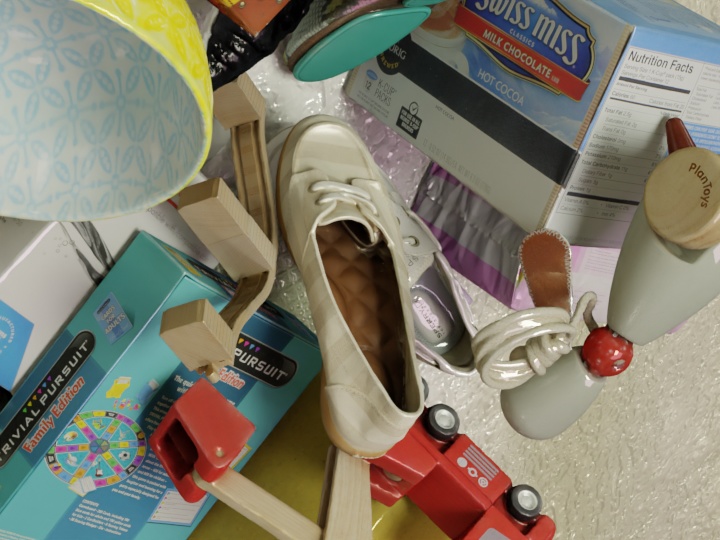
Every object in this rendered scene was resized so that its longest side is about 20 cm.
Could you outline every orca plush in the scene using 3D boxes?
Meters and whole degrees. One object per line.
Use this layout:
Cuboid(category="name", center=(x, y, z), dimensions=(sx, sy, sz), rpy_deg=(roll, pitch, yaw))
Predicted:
Cuboid(category="orca plush", center=(-0.033, -0.166, 0.813), dimensions=(0.200, 0.071, 0.105), rpy_deg=(-58, 155, -15))

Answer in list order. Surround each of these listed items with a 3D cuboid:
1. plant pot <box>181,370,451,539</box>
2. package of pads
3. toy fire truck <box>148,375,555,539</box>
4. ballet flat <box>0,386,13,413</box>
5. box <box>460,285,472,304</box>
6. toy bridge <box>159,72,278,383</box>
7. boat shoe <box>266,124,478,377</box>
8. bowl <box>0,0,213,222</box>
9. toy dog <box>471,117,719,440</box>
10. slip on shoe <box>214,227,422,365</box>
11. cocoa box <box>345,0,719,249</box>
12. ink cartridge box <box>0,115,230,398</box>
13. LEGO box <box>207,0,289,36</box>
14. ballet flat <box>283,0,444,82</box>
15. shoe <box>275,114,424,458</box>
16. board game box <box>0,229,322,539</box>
Cuboid(category="plant pot", center=(-0.029, 0.171, 0.993), dimensions=(0.200, 0.196, 0.194), rpy_deg=(-48, 140, 10))
Cuboid(category="package of pads", center=(0.142, -0.017, 1.077), dimensions=(0.200, 0.120, 0.076), rpy_deg=(9, 113, -44))
Cuboid(category="toy fire truck", center=(-0.001, 0.120, 0.849), dimensions=(0.141, 0.200, 0.049), rpy_deg=(-40, 172, -41))
Cuboid(category="ballet flat", center=(-0.274, 0.128, 0.853), dimensions=(0.200, 0.057, 0.066), rpy_deg=(-44, 180, -2))
Cuboid(category="box", center=(0.011, -0.021, 1.020), dimensions=(0.039, 0.041, 0.200), rpy_deg=(-47, 139, -2))
Cuboid(category="toy bridge", center=(-0.069, -0.020, 0.820), dimensions=(0.027, 0.200, 0.067), rpy_deg=(-17, 134, 20))
Cuboid(category="boat shoe", center=(0.016, -0.008, 0.933), dimensions=(0.071, 0.069, 0.200), rpy_deg=(-45, 122, -1))
Cuboid(category="bowl", center=(-0.160, -0.118, 0.724), dimensions=(0.200, 0.200, 0.108), rpy_deg=(48, 41, -49))
Cuboid(category="toy dog", center=(0.141, -0.006, 0.825), dimensions=(0.200, 0.096, 0.132), rpy_deg=(-32, 141, 9))
Cuboid(category="slip on shoe", center=(-0.041, 0.013, 0.985), dimensions=(0.200, 0.061, 0.074), rpy_deg=(27, 80, -37))
Cuboid(category="cocoa box", center=(0.113, -0.115, 0.914), dimensions=(0.133, 0.200, 0.131), rpy_deg=(3, 117, -40))
Cuboid(category="ink cartridge box", center=(-0.143, -0.025, 0.858), dimensions=(0.200, 0.068, 0.116), rpy_deg=(-48, 141, -3))
Cuboid(category="LEGO box", center=(-0.109, -0.215, 0.681), dimensions=(0.077, 0.149, 0.200), rpy_deg=(-47, 139, -2))
Cuboid(category="ballet flat", center=(0.019, -0.168, 0.855), dimensions=(0.069, 0.200, 0.071), rpy_deg=(-13, 85, -37))
Cuboid(category="shoe", center=(0.000, 0.000, 0.844), dimensions=(0.070, 0.200, 0.053), rpy_deg=(-3, 159, -24))
Cuboid(category="board game box", center=(-0.127, 0.091, 0.877), dimensions=(0.200, 0.047, 0.151), rpy_deg=(-52, 143, 4))
